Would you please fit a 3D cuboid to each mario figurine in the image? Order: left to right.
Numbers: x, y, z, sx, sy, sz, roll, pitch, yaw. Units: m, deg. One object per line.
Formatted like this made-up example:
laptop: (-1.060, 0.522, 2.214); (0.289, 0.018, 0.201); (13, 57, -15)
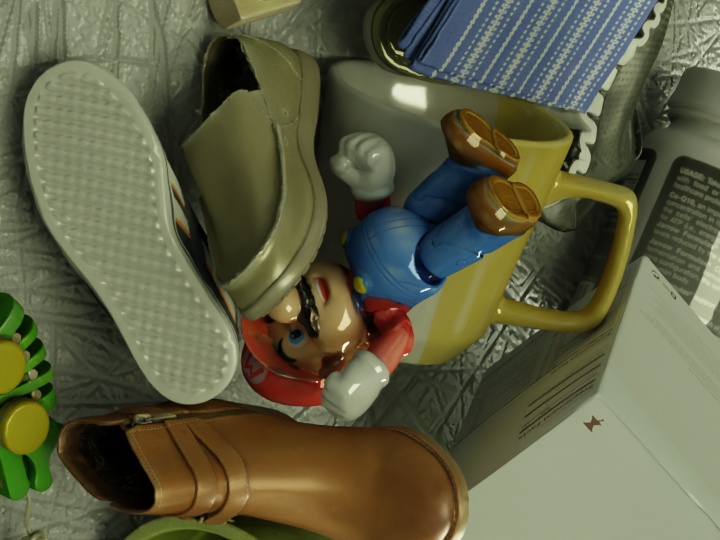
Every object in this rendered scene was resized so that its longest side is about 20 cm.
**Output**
mario figurine: (0.000, 0.000, 1.489); (0.106, 0.124, 0.200); (42, 115, -10)

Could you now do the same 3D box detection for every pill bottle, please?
pill bottle: (0.219, -0.022, 1.776); (0.114, 0.114, 0.201); (28, 84, -42)

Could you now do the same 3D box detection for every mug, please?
mug: (0.049, -0.023, 1.593); (0.149, 0.186, 0.154); (-9, 118, -57)

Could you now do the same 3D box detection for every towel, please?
towel: (0.112, -0.166, 1.578); (0.199, 0.024, 0.145); (9, 118, -55)

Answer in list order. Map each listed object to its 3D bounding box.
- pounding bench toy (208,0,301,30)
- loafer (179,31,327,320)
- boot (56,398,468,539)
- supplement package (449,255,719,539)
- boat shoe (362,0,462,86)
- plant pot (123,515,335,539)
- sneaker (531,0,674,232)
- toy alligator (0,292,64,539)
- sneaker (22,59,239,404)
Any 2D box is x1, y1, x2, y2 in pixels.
pounding bench toy: (-0.033, -0.218, 1.468); (0.124, 0.156, 0.201); (-30, 121, -31)
loafer: (-0.065, -0.056, 1.502); (0.068, 0.201, 0.076); (28, 127, -26)
boot: (-0.054, 0.110, 1.468); (0.155, 0.199, 0.077); (3, 106, -49)
supplement package: (0.166, 0.137, 1.638); (0.191, 0.147, 0.200); (48, 26, -9)
boat shoe: (0.077, -0.161, 1.642); (0.199, 0.068, 0.075); (-16, 113, -32)
plant pot: (-0.023, 0.212, 1.604); (0.189, 0.199, 0.202); (-22, 117, -48)
sneaker: (0.152, -0.111, 1.729); (0.201, 0.066, 0.091); (-63, 148, -17)
toy alligator: (-0.188, 0.079, 1.488); (0.054, 0.059, 0.201); (-35, 123, -28)
sneaker: (-0.129, -0.023, 1.504); (0.078, 0.079, 0.201); (-22, 98, 2)
